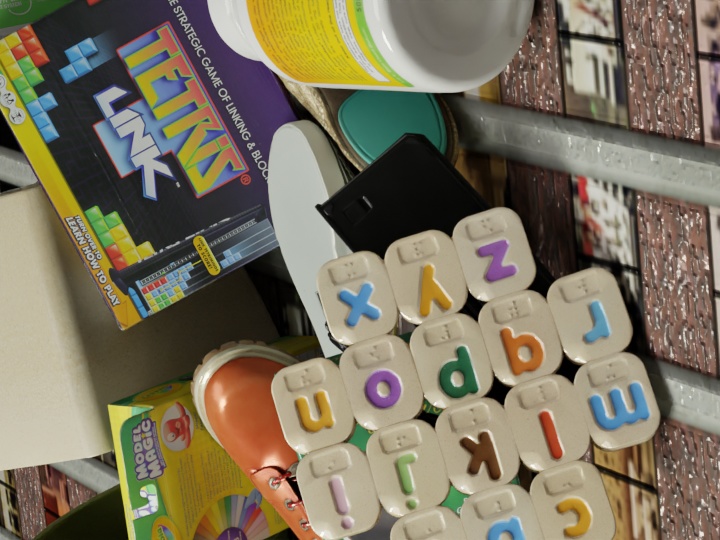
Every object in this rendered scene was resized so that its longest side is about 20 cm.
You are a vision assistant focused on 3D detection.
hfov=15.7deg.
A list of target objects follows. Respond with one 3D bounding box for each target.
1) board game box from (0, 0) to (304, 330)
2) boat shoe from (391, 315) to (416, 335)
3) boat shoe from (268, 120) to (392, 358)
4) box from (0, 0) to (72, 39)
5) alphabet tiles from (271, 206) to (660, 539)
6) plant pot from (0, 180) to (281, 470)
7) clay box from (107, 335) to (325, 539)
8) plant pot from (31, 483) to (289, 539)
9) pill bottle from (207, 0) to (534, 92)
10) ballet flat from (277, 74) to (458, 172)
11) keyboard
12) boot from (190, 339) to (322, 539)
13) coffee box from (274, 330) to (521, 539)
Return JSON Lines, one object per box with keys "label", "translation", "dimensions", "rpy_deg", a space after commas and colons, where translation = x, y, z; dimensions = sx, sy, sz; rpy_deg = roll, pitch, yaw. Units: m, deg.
{"label": "board game box", "translation": [-0.126, -0.089, 1.649], "dimensions": [0.201, 0.165, 0.057], "rpy_deg": [61, -176, -7]}
{"label": "boat shoe", "translation": [0.052, 0.049, 1.541], "dimensions": [0.060, 0.071, 0.201], "rpy_deg": [-123, 27, -59]}
{"label": "boat shoe", "translation": [0.000, 0.000, 1.612], "dimensions": [0.071, 0.063, 0.201], "rpy_deg": [-15, 94, 57]}
{"label": "box", "translation": [-0.212, -0.188, 1.781], "dimensions": [0.176, 0.199, 0.097], "rpy_deg": [-33, 74, 60]}
{"label": "alphabet tiles", "translation": [0.057, 0.072, 1.419], "dimensions": [0.015, 0.199, 0.196], "rpy_deg": [68, -176, -77]}
{"label": "plant pot", "translation": [-0.195, 0.024, 1.778], "dimensions": [0.199, 0.200, 0.178], "rpy_deg": [-11, 95, 43]}
{"label": "clay box", "translation": [-0.091, 0.122, 1.693], "dimensions": [0.047, 0.200, 0.115], "rpy_deg": [2, 104, 42]}
{"label": "plant pot", "translation": [-0.110, 0.247, 1.833], "dimensions": [0.200, 0.200, 0.191], "rpy_deg": [-4, 111, 62]}
{"label": "pill bottle", "translation": [-0.002, -0.159, 1.484], "dimensions": [0.200, 0.111, 0.112], "rpy_deg": [8, 109, 55]}
{"label": "ballet flat", "translation": [0.006, -0.099, 1.581], "dimensions": [0.200, 0.070, 0.065], "rpy_deg": [54, 172, 40]}
{"label": "keyboard", "translation": [0.047, 0.031, 1.449], "dimensions": [0.200, 0.127, 0.021], "rpy_deg": [49, 174, 15]}
{"label": "boot", "translation": [-0.029, 0.129, 1.635], "dimensions": [0.200, 0.075, 0.107], "rpy_deg": [51, -177, -31]}
{"label": "coffee box", "translation": [0.034, 0.134, 1.512], "dimensions": [0.044, 0.122, 0.201], "rpy_deg": [-110, 3, -66]}
